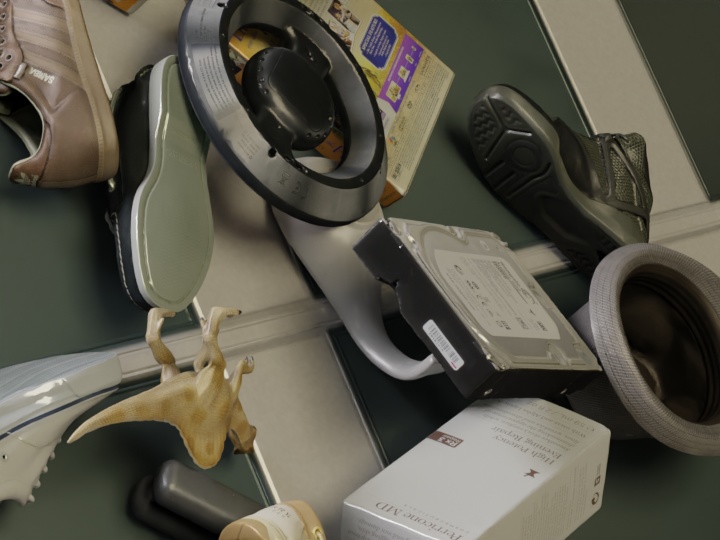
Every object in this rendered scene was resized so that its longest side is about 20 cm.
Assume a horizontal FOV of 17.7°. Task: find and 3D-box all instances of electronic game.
[{"bbox_3d":[-0.053,-0.122,1.653,0.200,0.042,0.201,33,41,-33],"label":"electronic game"}]

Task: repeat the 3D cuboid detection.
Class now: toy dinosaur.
[{"bbox_3d":[-0.107,0.075,1.472,0.200,0.058,0.102,16,71,-61],"label":"toy dinosaur"}]

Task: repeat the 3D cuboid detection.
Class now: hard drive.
[{"bbox_3d":[0.088,0.028,1.648,0.140,0.038,0.200,53,19,20],"label":"hard drive"}]

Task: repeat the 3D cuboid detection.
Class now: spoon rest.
[{"bbox_3d":[0.000,0.000,1.680,0.099,0.061,0.200,-9,60,-46],"label":"spoon rest"}]

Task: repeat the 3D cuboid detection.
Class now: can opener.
[{"bbox_3d":[-0.061,0.196,1.502,0.199,0.053,0.067,31,48,-24],"label":"can opener"}]

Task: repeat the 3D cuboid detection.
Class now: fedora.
[{"bbox_3d":[0.222,0.073,1.802,0.200,0.090,0.178,-5,71,-51],"label":"fedora"}]

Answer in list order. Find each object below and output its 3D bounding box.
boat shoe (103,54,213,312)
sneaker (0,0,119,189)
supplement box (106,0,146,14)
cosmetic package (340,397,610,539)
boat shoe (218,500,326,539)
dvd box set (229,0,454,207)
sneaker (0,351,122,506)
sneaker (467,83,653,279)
[{"bbox_3d":[-0.142,-0.052,1.568,0.076,0.060,0.201,39,42,-38],"label":"boat shoe"},{"bbox_3d":[-0.223,-0.145,1.543,0.075,0.071,0.201,-12,64,-23],"label":"sneaker"},{"bbox_3d":[-0.183,-0.303,1.667,0.126,0.073,0.201,27,51,-28],"label":"supplement box"},{"bbox_3d":[0.081,0.162,1.605,0.200,0.101,0.074,-32,133,-49],"label":"cosmetic package"},{"bbox_3d":[-0.026,0.240,1.464,0.069,0.073,0.201,-27,108,-43],"label":"boat shoe"},{"bbox_3d":[-0.025,-0.161,1.758,0.200,0.029,0.147,39,46,-19],"label":"dvd box set"},{"bbox_3d":[-0.218,0.107,1.412,0.200,0.073,0.071,-29,113,-48],"label":"sneaker"},{"bbox_3d":[0.165,-0.091,1.862,0.199,0.076,0.114,43,43,-19],"label":"sneaker"}]
